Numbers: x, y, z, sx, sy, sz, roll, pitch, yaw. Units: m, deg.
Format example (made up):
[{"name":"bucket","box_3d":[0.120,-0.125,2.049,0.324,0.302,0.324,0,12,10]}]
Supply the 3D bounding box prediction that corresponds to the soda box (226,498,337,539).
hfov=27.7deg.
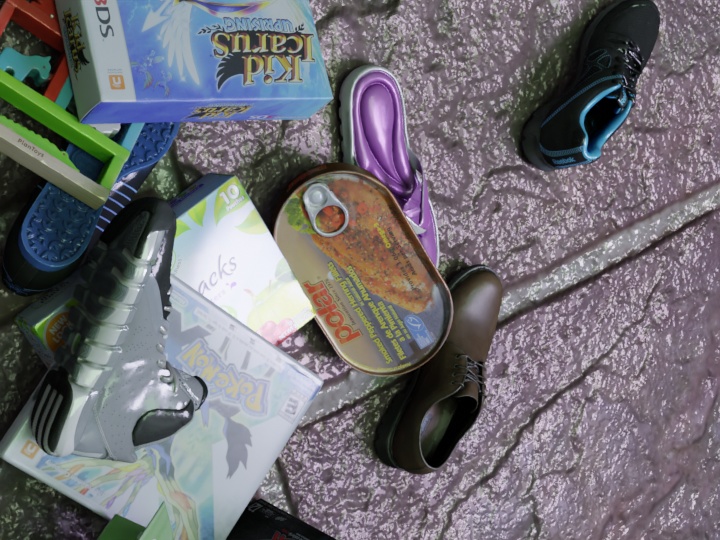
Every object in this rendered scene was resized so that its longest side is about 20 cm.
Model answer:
[{"name":"soda box","box_3d":[-0.049,0.248,1.164,0.063,0.200,0.071,-27,110,-25]}]

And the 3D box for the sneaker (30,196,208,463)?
[{"name":"sneaker","box_3d":[-0.154,0.050,1.068,0.115,0.075,0.201,20,99,-34]}]

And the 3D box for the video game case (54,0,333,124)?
[{"name":"video game case","box_3d":[-0.131,-0.204,1.102,0.199,0.045,0.182,-6,77,-35]}]

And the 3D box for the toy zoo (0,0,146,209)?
[{"name":"toy zoo","box_3d":[-0.207,-0.159,1.076,0.131,0.020,0.201,32,57,-21]}]

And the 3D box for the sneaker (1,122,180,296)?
[{"name":"sneaker","box_3d":[-0.208,-0.064,1.105,0.070,0.078,0.200,40,52,-11]}]

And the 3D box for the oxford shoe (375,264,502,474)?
[{"name":"oxford shoe","box_3d":[0.090,0.091,1.303,0.073,0.084,0.201,26,81,-30]}]

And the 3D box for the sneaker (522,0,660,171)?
[{"name":"sneaker","box_3d":[0.235,-0.172,1.362,0.073,0.082,0.200,40,74,-28]}]

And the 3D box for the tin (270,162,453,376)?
[{"name":"tin","box_3d":[0.000,0.000,1.238,0.112,0.042,0.200,-32,115,-3]}]

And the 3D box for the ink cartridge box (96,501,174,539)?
[{"name":"ink cartridge box","box_3d":[-0.182,0.256,1.093,0.104,0.059,0.200,-56,156,-35]}]

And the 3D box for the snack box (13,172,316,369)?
[{"name":"snack box","box_3d":[-0.150,0.036,1.158,0.200,0.053,0.143,-39,114,-20]}]

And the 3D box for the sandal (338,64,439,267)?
[{"name":"sandal","box_3d":[0.028,-0.076,1.260,0.082,0.050,0.203,-27,110,-27]}]

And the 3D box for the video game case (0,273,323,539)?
[{"name":"video game case","box_3d":[-0.149,0.111,1.127,0.200,0.022,0.183,37,81,-29]}]
